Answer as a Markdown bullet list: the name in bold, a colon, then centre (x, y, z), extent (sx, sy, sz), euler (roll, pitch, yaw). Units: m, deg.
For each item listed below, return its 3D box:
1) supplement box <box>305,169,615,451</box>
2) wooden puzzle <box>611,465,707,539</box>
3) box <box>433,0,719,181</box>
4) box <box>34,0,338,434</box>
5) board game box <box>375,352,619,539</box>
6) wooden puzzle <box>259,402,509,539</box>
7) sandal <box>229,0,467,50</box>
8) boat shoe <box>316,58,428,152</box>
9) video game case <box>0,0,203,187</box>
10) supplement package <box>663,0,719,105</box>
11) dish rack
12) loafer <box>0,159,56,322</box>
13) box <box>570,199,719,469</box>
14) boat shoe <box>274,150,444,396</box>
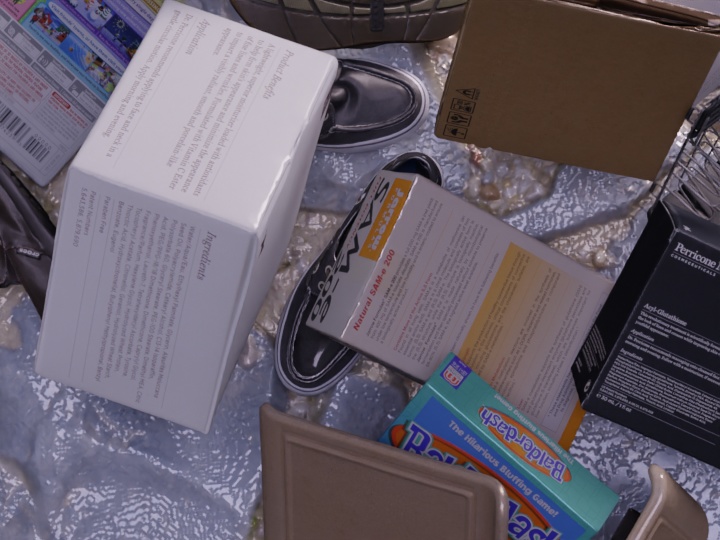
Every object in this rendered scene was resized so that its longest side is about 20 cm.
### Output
- **supplement box**: centre (0.079, 0.029, 1.433), extent (0.199, 0.073, 0.127), euler (28, 85, -22)
- **wooden puzzle**: centre (0.174, 0.237, 1.392), extent (0.037, 0.185, 0.201), euler (24, 84, 23)
- **box**: centre (0.141, -0.127, 1.347), extent (0.162, 0.200, 0.021), euler (12, 64, -1)
- **box**: centre (-0.117, -0.037, 1.374), extent (0.130, 0.201, 0.199), euler (19, 43, 2)
- **board game box**: centre (0.063, 0.172, 1.408), extent (0.152, 0.045, 0.200), euler (40, 130, 4)
- **wooden puzzle**: centre (0.017, 0.191, 1.398), extent (0.199, 0.037, 0.186), euler (18, 126, 27)
- **sandal**: centre (-0.013, -0.202, 1.474), extent (0.199, 0.054, 0.082), euler (-4, 100, -31)
- **boat shoe**: centre (-0.049, -0.130, 1.476), extent (0.199, 0.066, 0.070), euler (9, 86, 1)
- **video game case**: centre (-0.244, -0.193, 1.473), extent (0.200, 0.022, 0.182), euler (43, 86, -21)
- **supplement package**: centre (0.174, -0.197, 1.406), extent (0.120, 0.200, 0.121), euler (-40, 56, -2)
- **dish rack**: centre (0.276, -0.095, 1.406), extent (0.153, 0.200, 0.055), euler (-36, 74, -18)
- **loafer**: centre (-0.255, -0.019, 1.471), extent (0.071, 0.073, 0.200), euler (-40, 86, -5)
- **box**: centre (0.265, 0.060, 1.385), extent (0.199, 0.079, 0.142), euler (24, 108, -8)
- **boat shoe**: centre (0.000, 0.000, 1.472), extent (0.070, 0.066, 0.201), euler (34, 86, 3)
